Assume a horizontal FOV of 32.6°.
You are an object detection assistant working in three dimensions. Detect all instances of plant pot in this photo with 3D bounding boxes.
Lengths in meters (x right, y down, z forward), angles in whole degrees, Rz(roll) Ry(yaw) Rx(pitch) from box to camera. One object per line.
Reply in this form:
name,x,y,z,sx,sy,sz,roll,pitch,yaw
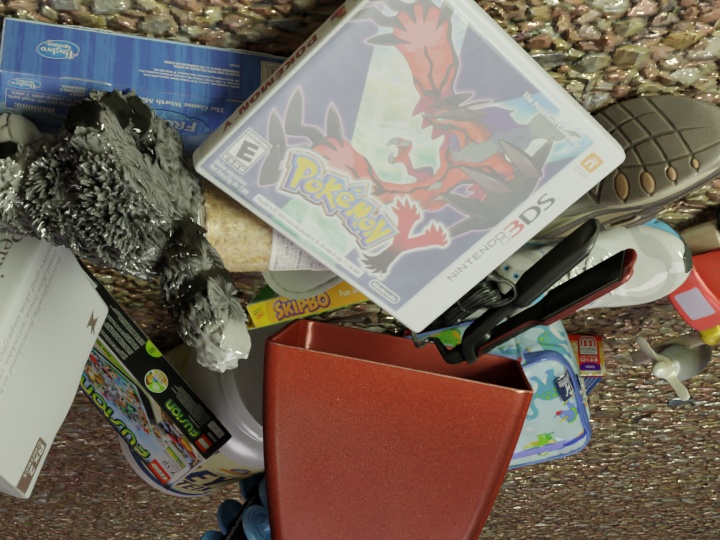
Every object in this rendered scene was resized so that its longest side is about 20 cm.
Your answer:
plant pot,0.018,0.149,0.989,0.200,0.177,0.200,11,-177,4

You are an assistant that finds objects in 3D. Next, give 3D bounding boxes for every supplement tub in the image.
supplement tub,-0.125,0.126,1.168,0.145,0.145,0.200,17,150,-35

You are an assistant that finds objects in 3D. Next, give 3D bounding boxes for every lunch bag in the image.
lunch bag,0.112,0.126,1.160,0.200,0.083,0.161,-14,134,9

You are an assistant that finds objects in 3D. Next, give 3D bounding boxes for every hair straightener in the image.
hair straightener,0.101,0.014,0.887,0.077,0.041,0.200,39,138,-17

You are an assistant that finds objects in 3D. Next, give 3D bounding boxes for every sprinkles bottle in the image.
sprinkles bottle,-0.037,-0.032,0.816,0.200,0.068,0.068,-2,156,-12

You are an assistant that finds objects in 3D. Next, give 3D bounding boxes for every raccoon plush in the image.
raccoon plush,-0.164,-0.011,0.721,0.134,0.200,0.097,-29,158,21

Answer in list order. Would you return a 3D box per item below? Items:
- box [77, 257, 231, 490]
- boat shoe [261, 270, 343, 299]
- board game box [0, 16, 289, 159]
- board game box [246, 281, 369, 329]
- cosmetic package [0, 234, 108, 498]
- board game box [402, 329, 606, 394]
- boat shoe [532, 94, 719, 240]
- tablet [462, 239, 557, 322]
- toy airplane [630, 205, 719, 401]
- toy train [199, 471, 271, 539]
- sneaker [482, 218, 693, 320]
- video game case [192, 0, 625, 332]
box,-0.204,0.093,1.067,0.035,0.200,0.110,-40,178,-35
boat shoe,0.021,-0.044,0.906,0.201,0.061,0.072,-21,109,15
board game box,-0.143,-0.083,0.829,0.200,0.043,0.199,6,155,-15
board game box,0.000,0.000,0.973,0.200,0.030,0.096,-18,-164,28
cosmetic package,-0.318,0.043,0.889,0.200,0.165,0.165,14,157,11
board game box,0.133,0.111,1.267,0.200,0.046,0.152,2,155,-7
boat shoe,0.182,-0.068,0.860,0.073,0.075,0.200,8,164,-41
tablet,0.132,0.005,1.074,0.130,0.014,0.200,16,150,-33
toy airplane,0.331,0.042,1.010,0.199,0.141,0.200,-3,155,1
toy train,-0.078,0.254,1.182,0.087,0.200,0.114,-33,101,27
sneaker,0.151,0.009,0.940,0.200,0.087,0.075,-6,112,31
video game case,0.032,-0.069,0.746,0.182,0.023,0.200,-41,122,19
